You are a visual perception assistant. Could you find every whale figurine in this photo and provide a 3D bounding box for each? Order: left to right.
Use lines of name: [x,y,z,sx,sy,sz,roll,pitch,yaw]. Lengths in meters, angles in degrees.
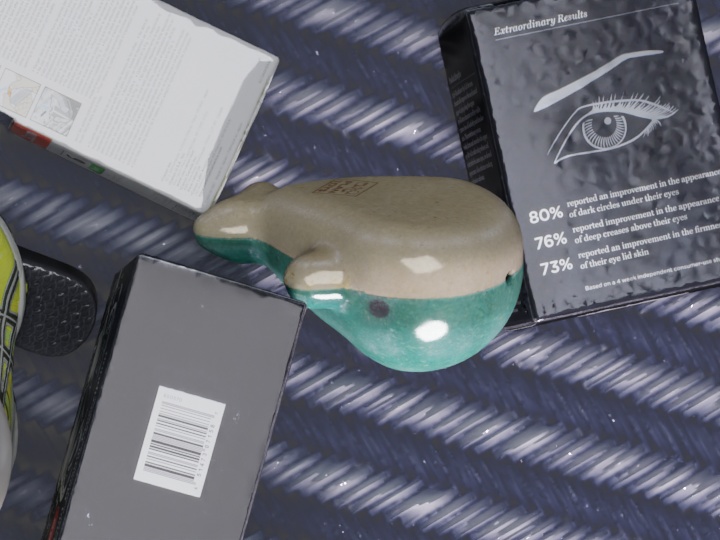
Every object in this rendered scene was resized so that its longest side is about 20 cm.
whale figurine: [0.000,0.000,1.640,0.199,0.159,0.104,10,114,26]

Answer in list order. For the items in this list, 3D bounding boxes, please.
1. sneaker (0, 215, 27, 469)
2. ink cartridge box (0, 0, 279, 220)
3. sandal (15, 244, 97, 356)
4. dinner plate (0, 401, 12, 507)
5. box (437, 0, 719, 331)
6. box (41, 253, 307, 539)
sneaker: [-0.234,0.047,1.627,0.075,0.076,0.201,-6,105,-1]
ink cartridge box: [-0.162,-0.122,1.685,0.199,0.050,0.109,26,82,-8]
sandal: [-0.254,-0.009,1.672,0.200,0.043,0.076,32,106,-15]
dinner plate: [-0.294,0.103,1.532,0.199,0.024,0.201,0,52,0]
box: [0.144,-0.075,1.704,0.147,0.104,0.201,-11,88,-9]
box: [-0.116,0.104,1.615,0.104,0.182,0.201,16,84,-7]
